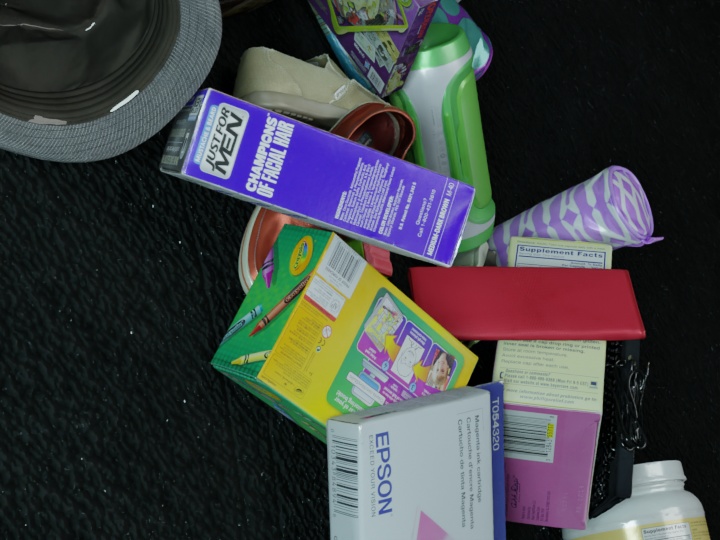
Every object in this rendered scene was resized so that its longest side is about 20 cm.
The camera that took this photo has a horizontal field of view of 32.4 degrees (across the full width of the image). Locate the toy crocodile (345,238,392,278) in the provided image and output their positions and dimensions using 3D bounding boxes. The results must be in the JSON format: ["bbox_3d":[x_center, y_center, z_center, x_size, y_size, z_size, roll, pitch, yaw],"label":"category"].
[{"bbox_3d":[0.000,0.000,1.025,0.067,0.061,0.202,9,67,-57],"label":"toy crocodile"}]

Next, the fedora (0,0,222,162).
[{"bbox_3d":[-0.189,-0.164,0.746,0.199,0.177,0.090,22,26,-49],"label":"fedora"}]

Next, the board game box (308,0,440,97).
[{"bbox_3d":[-0.014,-0.256,1.031,0.032,0.120,0.201,-28,73,-23],"label":"board game box"}]

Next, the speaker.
[{"bbox_3d":[0.073,-0.119,1.141,0.089,0.088,0.201,-58,142,-53],"label":"speaker"}]

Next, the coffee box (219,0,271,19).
[{"bbox_3d":[-0.106,-0.237,0.932,0.200,0.112,0.080,-38,106,-59],"label":"coffee box"}]

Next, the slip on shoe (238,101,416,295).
[{"bbox_3d":[-0.025,-0.055,0.959,0.074,0.061,0.200,45,68,-20],"label":"slip on shoe"}]

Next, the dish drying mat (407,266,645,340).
[{"bbox_3d":[0.142,0.030,1.072,0.018,0.198,0.077,99,-12,-49],"label":"dish drying mat"}]

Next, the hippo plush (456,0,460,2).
[{"bbox_3d":[0.108,-0.361,1.305,0.159,0.160,0.201,37,44,-45],"label":"hippo plush"}]

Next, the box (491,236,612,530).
[{"bbox_3d":[0.173,0.102,1.148,0.177,0.096,0.201,85,14,-46],"label":"box"}]

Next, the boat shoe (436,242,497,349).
[{"bbox_3d":[0.093,0.037,1.149,0.061,0.072,0.202,56,29,-15],"label":"boat shoe"}]

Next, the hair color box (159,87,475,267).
[{"bbox_3d":[-0.033,-0.065,0.870,0.199,0.109,0.065,17,91,-18],"label":"hair color box"}]

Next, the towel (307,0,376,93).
[{"bbox_3d":[-0.015,-0.274,1.194,0.201,0.022,0.147,62,30,-16],"label":"towel"}]

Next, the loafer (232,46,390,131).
[{"bbox_3d":[-0.032,-0.143,1.040,0.199,0.075,0.069,7,74,-57],"label":"loafer"}]

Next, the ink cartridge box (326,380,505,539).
[{"bbox_3d":[0.060,0.193,0.935,0.199,0.043,0.198,-7,97,-43],"label":"ink cartridge box"}]

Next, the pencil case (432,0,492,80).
[{"bbox_3d":[0.043,-0.245,1.168,0.200,0.085,0.093,39,26,-42],"label":"pencil case"}]

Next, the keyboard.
[{"bbox_3d":[0.233,0.125,1.173,0.039,0.104,0.201,17,57,-11],"label":"keyboard"}]

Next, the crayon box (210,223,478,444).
[{"bbox_3d":[-0.005,0.069,0.931,0.200,0.058,0.119,41,70,-39],"label":"crayon box"}]

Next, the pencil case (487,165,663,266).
[{"bbox_3d":[0.195,-0.029,1.235,0.084,0.199,0.086,-6,71,-49],"label":"pencil case"}]

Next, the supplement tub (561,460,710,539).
[{"bbox_3d":[0.282,0.301,1.238,0.145,0.145,0.202,15,61,-55],"label":"supplement tub"}]
